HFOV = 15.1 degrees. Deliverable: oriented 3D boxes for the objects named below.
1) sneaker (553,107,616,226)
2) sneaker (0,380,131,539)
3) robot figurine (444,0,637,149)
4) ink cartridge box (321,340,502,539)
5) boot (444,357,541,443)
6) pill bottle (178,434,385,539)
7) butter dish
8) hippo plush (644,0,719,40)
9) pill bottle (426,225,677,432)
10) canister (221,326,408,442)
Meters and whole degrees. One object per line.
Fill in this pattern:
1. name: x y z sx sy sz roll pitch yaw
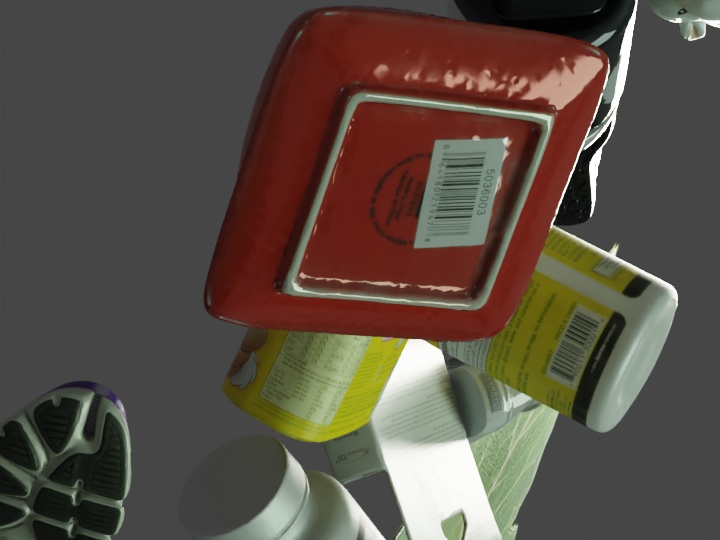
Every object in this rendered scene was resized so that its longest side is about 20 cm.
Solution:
1. sneaker: 0.159 -0.118 2.117 0.200 0.071 0.083 97 1 -55
2. sneaker: -0.161 0.117 1.434 0.200 0.080 0.084 112 -2 -48
3. robot figurine: 0.117 -0.154 1.749 0.150 0.124 0.200 -52 162 -26
4. ink cartridge box: 0.030 0.128 1.906 0.200 0.043 0.174 -12 84 -71
5. boot: 0.100 0.094 2.056 0.095 0.074 0.200 -17 180 -21
6. pill bottle: -0.034 0.200 1.761 0.111 0.111 0.200 -55 130 -25
7. butter dish: 0.008 -0.075 1.519 0.199 0.148 0.201 5 120 -26
8. hippo plush: 0.278 -0.278 2.130 0.161 0.159 0.200 -42 -155 -8
9. pill bottle: 0.108 0.019 1.879 0.114 0.199 0.114 -54 163 -26
10. canister: 0.000 0.000 1.708 0.201 0.086 0.148 -64 165 13
